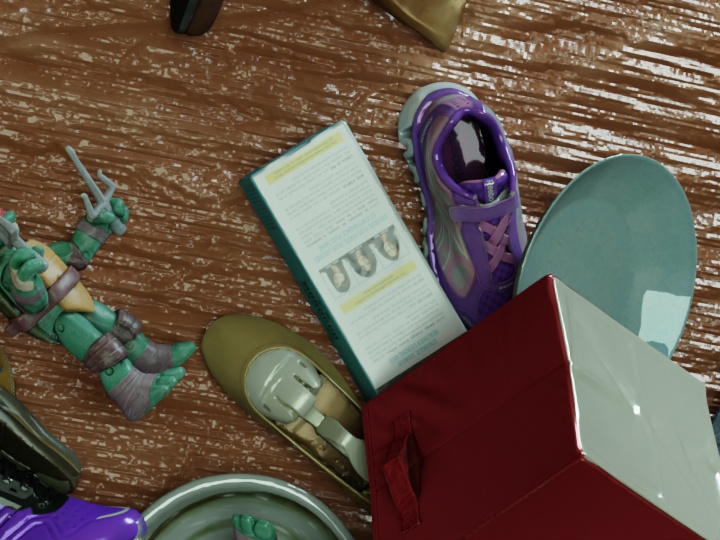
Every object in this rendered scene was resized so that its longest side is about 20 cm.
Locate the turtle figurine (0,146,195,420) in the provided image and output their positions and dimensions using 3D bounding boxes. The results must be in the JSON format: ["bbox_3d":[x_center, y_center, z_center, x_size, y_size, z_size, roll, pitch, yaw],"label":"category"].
[{"bbox_3d":[-0.201,0.006,1.626,0.101,0.150,0.200,-36,102,32],"label":"turtle figurine"}]

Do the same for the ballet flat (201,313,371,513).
[{"bbox_3d":[-0.026,0.101,1.689,0.200,0.063,0.069,40,85,-10],"label":"ballet flat"}]

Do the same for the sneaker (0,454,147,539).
[{"bbox_3d":[-0.245,0.156,1.603,0.199,0.070,0.100,-4,92,2],"label":"sneaker"}]

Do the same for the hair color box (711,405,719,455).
[{"bbox_3d":[0.307,0.132,1.734,0.100,0.060,0.200,42,51,-10],"label":"hair color box"}]

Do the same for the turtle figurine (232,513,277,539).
[{"bbox_3d":[-0.080,0.274,1.601,0.149,0.101,0.201,30,68,-17],"label":"turtle figurine"}]

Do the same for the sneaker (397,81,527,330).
[{"bbox_3d":[0.086,-0.038,1.712,0.080,0.088,0.201,-18,95,-16],"label":"sneaker"}]

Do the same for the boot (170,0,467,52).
[{"bbox_3d":[-0.021,-0.213,1.717,0.199,0.068,0.189,30,73,-19],"label":"boot"}]

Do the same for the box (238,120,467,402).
[{"bbox_3d":[0.000,0.000,1.707,0.082,0.049,0.201,-31,96,-13],"label":"box"}]

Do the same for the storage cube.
[{"bbox_3d":[0.127,0.145,1.613,0.179,0.172,0.200,-36,126,27],"label":"storage cube"}]

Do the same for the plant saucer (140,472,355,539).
[{"bbox_3d":[-0.090,0.242,1.675,0.199,0.050,0.202,1,88,-14],"label":"plant saucer"}]

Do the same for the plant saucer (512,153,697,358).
[{"bbox_3d":[0.166,0.012,1.726,0.200,0.039,0.202,-15,112,-42],"label":"plant saucer"}]

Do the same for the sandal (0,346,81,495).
[{"bbox_3d":[-0.260,0.074,1.627,0.200,0.082,0.055,42,56,-14],"label":"sandal"}]
